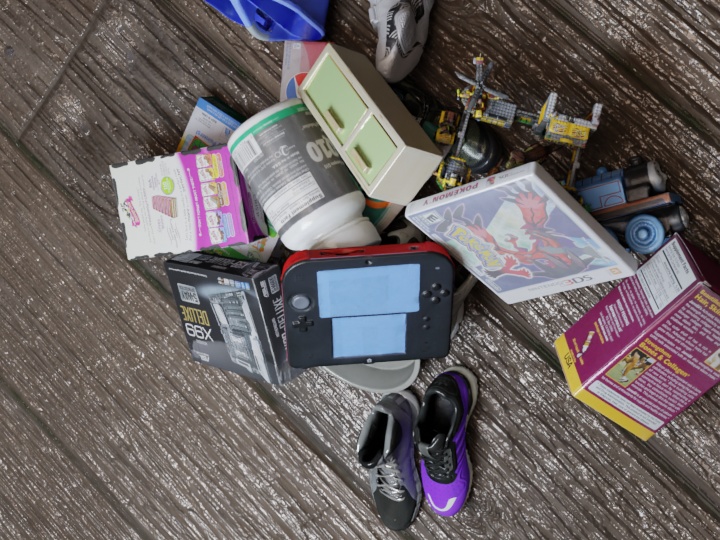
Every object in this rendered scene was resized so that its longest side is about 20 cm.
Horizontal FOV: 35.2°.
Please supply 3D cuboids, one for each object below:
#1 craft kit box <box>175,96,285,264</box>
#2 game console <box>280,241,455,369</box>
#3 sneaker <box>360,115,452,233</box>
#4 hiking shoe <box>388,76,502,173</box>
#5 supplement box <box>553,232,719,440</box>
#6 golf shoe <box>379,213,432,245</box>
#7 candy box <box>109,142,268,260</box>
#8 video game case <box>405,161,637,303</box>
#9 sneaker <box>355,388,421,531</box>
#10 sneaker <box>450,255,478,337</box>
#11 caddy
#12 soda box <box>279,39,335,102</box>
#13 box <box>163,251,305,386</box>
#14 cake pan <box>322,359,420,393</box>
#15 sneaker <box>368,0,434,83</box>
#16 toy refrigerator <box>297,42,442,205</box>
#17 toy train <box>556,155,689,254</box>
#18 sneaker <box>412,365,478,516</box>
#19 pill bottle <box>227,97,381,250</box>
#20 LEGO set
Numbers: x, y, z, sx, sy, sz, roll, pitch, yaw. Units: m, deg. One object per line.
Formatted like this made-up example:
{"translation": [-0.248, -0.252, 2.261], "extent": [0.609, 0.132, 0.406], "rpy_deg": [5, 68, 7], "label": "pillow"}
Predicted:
{"translation": [-0.175, -0.106, 1.565], "extent": [0.200, 0.049, 0.198], "rpy_deg": [35, 109, 16], "label": "craft kit box"}
{"translation": [0.009, 0.045, 1.336], "extent": [0.200, 0.031, 0.177], "rpy_deg": [-3, 127, -3], "label": "game console"}
{"translation": [0.030, -0.116, 1.391], "extent": [0.080, 0.071, 0.200], "rpy_deg": [35, 128, -8], "label": "sneaker"}
{"translation": [0.080, -0.178, 1.401], "extent": [0.200, 0.101, 0.076], "rpy_deg": [33, 112, 16], "label": "hiking shoe"}
{"translation": [0.342, 0.078, 1.294], "extent": [0.131, 0.103, 0.200], "rpy_deg": [33, 116, -25], "label": "supplement box"}
{"translation": [0.000, 0.000, 1.474], "extent": [0.078, 0.094, 0.200], "rpy_deg": [49, 116, 9], "label": "golf shoe"}
{"translation": [-0.232, -0.094, 1.537], "extent": [0.200, 0.061, 0.136], "rpy_deg": [-6, 97, 25], "label": "candy box"}
{"translation": [0.180, -0.035, 1.270], "extent": [0.182, 0.023, 0.200], "rpy_deg": [-16, 136, 43], "label": "video game case"}
{"translation": [0.028, 0.260, 1.493], "extent": [0.075, 0.115, 0.200], "rpy_deg": [3, 100, 24], "label": "sneaker"}
{"translation": [0.100, 0.030, 1.432], "extent": [0.076, 0.092, 0.200], "rpy_deg": [33, 113, 15], "label": "sneaker"}
{"translation": [-0.118, -0.342, 1.418], "extent": [0.141, 0.200, 0.105], "rpy_deg": [13, 87, 21], "label": "caddy"}
{"translation": [-0.068, -0.191, 1.459], "extent": [0.070, 0.063, 0.200], "rpy_deg": [4, 87, 10], "label": "soda box"}
{"translation": [-0.171, 0.060, 1.531], "extent": [0.200, 0.050, 0.158], "rpy_deg": [10, 120, 45], "label": "box"}
{"translation": [-0.005, 0.073, 1.463], "extent": [0.200, 0.037, 0.200], "rpy_deg": [22, 139, 20], "label": "cake pan"}
{"translation": [0.026, -0.329, 1.400], "extent": [0.115, 0.075, 0.200], "rpy_deg": [10, 82, 27], "label": "sneaker"}
{"translation": [0.006, -0.171, 1.308], "extent": [0.076, 0.070, 0.200], "rpy_deg": [-52, 50, 26], "label": "toy refrigerator"}
{"translation": [0.281, -0.063, 1.339], "extent": [0.200, 0.087, 0.114], "rpy_deg": [-16, 86, 26], "label": "toy train"}
{"translation": [0.099, 0.228, 1.462], "extent": [0.070, 0.100, 0.200], "rpy_deg": [7, 101, 26], "label": "sneaker"}
{"translation": [-0.065, -0.096, 1.365], "extent": [0.113, 0.113, 0.200], "rpy_deg": [-34, 83, 26], "label": "pill bottle"}
{"translation": [0.178, -0.137, 1.260], "extent": [0.200, 0.116, 0.154], "rpy_deg": [23, 86, 3], "label": "LEGO set"}
